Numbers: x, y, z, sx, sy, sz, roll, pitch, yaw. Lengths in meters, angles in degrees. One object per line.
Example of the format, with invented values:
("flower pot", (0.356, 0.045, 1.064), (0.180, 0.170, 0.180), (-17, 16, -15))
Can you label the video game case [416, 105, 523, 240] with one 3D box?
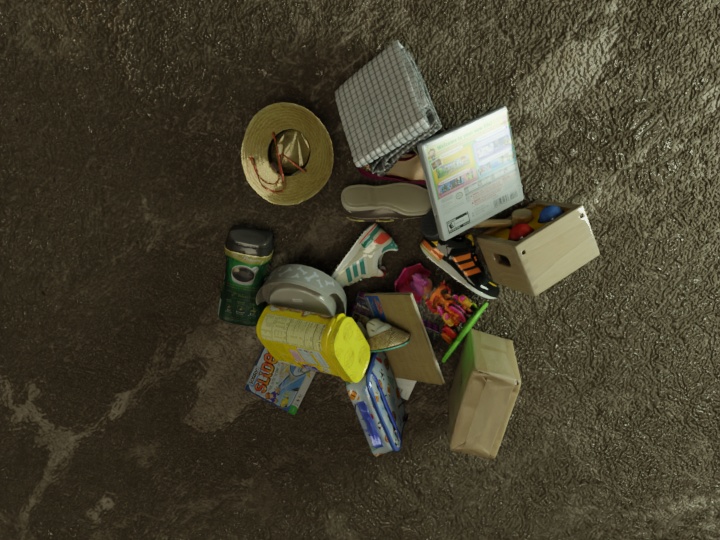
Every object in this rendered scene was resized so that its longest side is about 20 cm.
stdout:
("video game case", (0.207, -0.180, 1.255), (0.196, 0.022, 0.187), (-26, 114, -19))

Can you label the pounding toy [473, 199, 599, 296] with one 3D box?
("pounding toy", (0.305, -0.062, 1.294), (0.181, 0.200, 0.145), (-29, 107, -11))

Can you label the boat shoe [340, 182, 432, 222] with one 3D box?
("boat shoe", (0.056, -0.130, 1.367), (0.193, 0.074, 0.060), (0, 152, -6))

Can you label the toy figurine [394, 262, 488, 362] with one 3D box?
("toy figurine", (0.147, 0.063, 1.369), (0.183, 0.201, 0.151), (40, 79, 11))

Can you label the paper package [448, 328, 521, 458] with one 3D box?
("paper package", (0.250, 0.250, 1.403), (0.100, 0.201, 0.196), (14, 111, 1))

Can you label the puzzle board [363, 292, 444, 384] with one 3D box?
("puzzle board", (0.090, 0.137, 1.400), (0.149, 0.017, 0.205), (-1, 114, 52))

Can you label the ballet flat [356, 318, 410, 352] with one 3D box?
("ballet flat", (0.015, 0.136, 1.400), (0.196, 0.070, 0.067), (-18, 95, 38))

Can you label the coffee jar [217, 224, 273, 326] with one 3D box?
("coffee jar", (-0.243, 0.009, 1.443), (0.101, 0.086, 0.206), (11, 112, -2))

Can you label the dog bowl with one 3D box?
("dog bowl", (-0.116, 0.064, 1.406), (0.194, 0.060, 0.203), (11, 144, 8))

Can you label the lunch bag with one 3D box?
("lunch bag", (0.037, 0.280, 1.426), (0.074, 0.161, 0.205), (-17, 109, 17))

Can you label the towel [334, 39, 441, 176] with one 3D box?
("towel", (0.051, -0.292, 1.247), (0.163, 0.085, 0.205), (-30, 59, 22))

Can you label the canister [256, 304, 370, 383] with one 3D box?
("canister", (-0.096, 0.142, 1.352), (0.195, 0.088, 0.150), (8, 146, 31))

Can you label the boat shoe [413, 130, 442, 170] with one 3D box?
("boat shoe", (0.133, -0.242, 1.286), (0.070, 0.066, 0.206), (-23, 88, -18))

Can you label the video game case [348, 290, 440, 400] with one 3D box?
("video game case", (0.051, 0.166, 1.487), (0.195, 0.036, 0.185), (23, 112, -1))

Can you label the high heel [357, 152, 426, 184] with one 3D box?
("high heel", (0.090, -0.194, 1.320), (0.193, 0.097, 0.070), (4, 110, 6))

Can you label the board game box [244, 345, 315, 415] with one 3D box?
("board game box", (-0.165, 0.211, 1.533), (0.132, 0.035, 0.204), (26, 111, -2))

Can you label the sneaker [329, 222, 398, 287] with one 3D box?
("sneaker", (0.000, 0.000, 1.415), (0.093, 0.070, 0.201), (37, 108, -1))

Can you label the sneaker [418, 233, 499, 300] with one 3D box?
("sneaker", (0.217, -0.023, 1.380), (0.197, 0.070, 0.091), (34, 104, -7))

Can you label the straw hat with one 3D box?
("straw hat", (-0.136, -0.237, 1.341), (0.194, 0.085, 0.207), (5, 113, 11))

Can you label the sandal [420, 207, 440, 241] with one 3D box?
("sandal", (0.195, -0.138, 1.333), (0.200, 0.076, 0.043), (-45, 140, 3))
